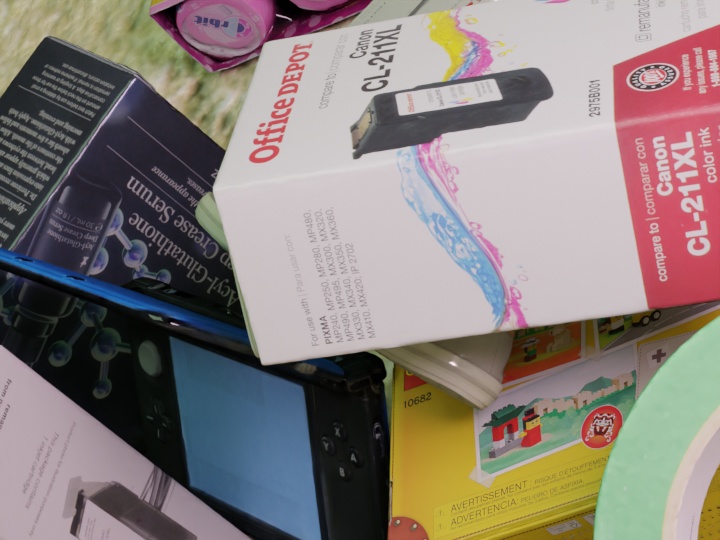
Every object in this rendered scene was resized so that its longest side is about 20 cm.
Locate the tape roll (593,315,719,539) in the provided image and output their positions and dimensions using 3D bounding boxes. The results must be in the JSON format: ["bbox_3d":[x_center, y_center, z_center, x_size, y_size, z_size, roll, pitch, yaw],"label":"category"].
[{"bbox_3d":[0.184,0.101,0.712,0.200,0.048,0.201,-3,81,18],"label":"tape roll"}]

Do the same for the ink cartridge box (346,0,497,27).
[{"bbox_3d":[0.054,-0.099,0.978,0.147,0.083,0.200,-45,16,4],"label":"ink cartridge box"}]

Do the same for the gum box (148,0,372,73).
[{"bbox_3d":[-0.024,-0.209,1.201,0.200,0.066,0.114,-19,48,32],"label":"gum box"}]

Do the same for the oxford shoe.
[{"bbox_3d":[0.000,0.000,0.891,0.200,0.075,0.058,28,87,46],"label":"oxford shoe"}]

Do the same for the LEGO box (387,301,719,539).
[{"bbox_3d":[0.112,0.054,0.863,0.200,0.077,0.149,-22,46,29],"label":"LEGO box"}]

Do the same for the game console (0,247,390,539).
[{"bbox_3d":[-0.090,0.066,0.944,0.118,0.171,0.200,-19,22,-35],"label":"game console"}]

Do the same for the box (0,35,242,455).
[{"bbox_3d":[-0.156,0.001,1.095,0.107,0.148,0.200,27,80,50],"label":"box"}]

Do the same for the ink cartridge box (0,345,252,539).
[{"bbox_3d":[-0.167,0.127,0.969,0.147,0.200,0.083,-8,52,38],"label":"ink cartridge box"}]

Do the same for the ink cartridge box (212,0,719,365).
[{"bbox_3d":[0.054,-0.044,0.793,0.200,0.083,0.146,-9,28,11],"label":"ink cartridge box"}]
